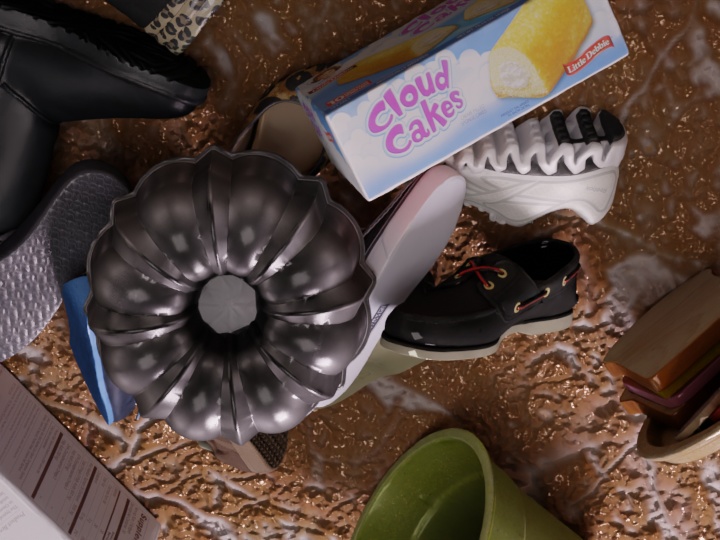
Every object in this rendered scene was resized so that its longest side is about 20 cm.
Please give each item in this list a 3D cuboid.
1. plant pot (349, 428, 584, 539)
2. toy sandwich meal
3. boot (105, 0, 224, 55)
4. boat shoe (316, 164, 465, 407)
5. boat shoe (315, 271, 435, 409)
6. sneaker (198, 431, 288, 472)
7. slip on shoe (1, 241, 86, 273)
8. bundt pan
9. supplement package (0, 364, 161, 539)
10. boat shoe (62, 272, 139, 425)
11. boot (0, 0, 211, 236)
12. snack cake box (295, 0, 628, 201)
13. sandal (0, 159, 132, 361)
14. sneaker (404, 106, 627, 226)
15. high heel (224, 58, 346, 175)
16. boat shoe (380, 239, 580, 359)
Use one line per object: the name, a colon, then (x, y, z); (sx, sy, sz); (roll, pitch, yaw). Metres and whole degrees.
plant pot: (0.111, 0.254, 1.221); (0.189, 0.201, 0.201); (28, 115, -23)
toy sandwich meal: (0.253, 0.054, 1.098); (0.205, 0.205, 0.070); (-41, 94, 20)
boot: (-0.134, -0.260, 1.049); (0.153, 0.074, 0.204); (33, 113, -16)
boat shoe: (0.000, 0.000, 1.102); (0.068, 0.071, 0.201); (42, 115, 25)
boat shoe: (-0.023, 0.057, 1.194); (0.200, 0.064, 0.073); (-25, 142, 28)
sneaker: (-0.118, 0.086, 1.142); (0.075, 0.071, 0.201); (3, 140, 23)
slip on shoe: (-0.296, 0.020, 1.182); (0.197, 0.062, 0.074); (-13, 145, 13)
bundt pan: (-0.087, 0.025, 1.016); (0.199, 0.076, 0.205); (-1, 104, -2)
supplement package: (-0.275, 0.198, 1.245); (0.116, 0.118, 0.200); (-36, 107, 18)
boat shoe: (-0.174, 0.059, 1.161); (0.068, 0.200, 0.085); (-26, 74, -18)
boot: (-0.220, -0.101, 1.122); (0.198, 0.077, 0.170); (20, 113, 0)
snack cake box: (0.064, -0.133, 1.035); (0.198, 0.115, 0.068); (-30, 111, -4)
sandal: (-0.240, -0.003, 1.123); (0.200, 0.043, 0.076); (-40, 123, 9)
sneaker: (0.091, -0.069, 1.121); (0.197, 0.076, 0.082); (2, 124, 4)
high heel: (-0.066, -0.067, 1.090); (0.199, 0.143, 0.071); (-39, 106, 19)
boat shoe: (0.086, 0.019, 1.099); (0.073, 0.200, 0.064); (20, 113, 37)
